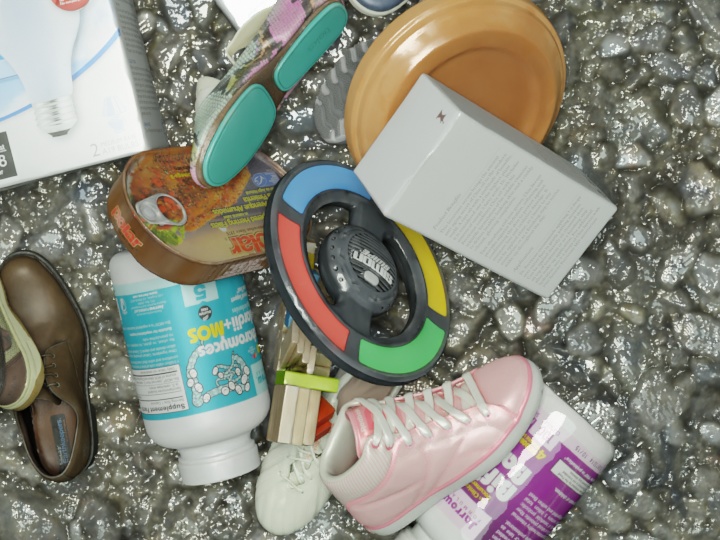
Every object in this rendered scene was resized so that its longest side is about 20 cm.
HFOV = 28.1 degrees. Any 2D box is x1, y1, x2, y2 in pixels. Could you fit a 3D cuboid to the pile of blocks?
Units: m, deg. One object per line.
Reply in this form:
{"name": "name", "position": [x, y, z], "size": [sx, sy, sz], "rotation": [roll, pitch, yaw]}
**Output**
{"name": "pile of blocks", "position": [-0.035, 0.057, 1.197], "size": [0.061, 0.082, 0.203], "rotation": [9, 61, -12]}

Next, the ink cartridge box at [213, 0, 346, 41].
{"name": "ink cartridge box", "position": [-0.054, -0.299, 1.216], "size": [0.199, 0.047, 0.161], "rotation": [-38, 95, 3]}

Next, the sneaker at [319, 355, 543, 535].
{"name": "sneaker", "position": [0.051, 0.127, 1.167], "size": [0.200, 0.076, 0.105], "rotation": [-41, 127, 12]}

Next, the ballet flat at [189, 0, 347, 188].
{"name": "ballet flat", "position": [-0.089, -0.156, 1.168], "size": [0.071, 0.069, 0.201], "rotation": [28, 74, 27]}

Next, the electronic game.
{"name": "electronic game", "position": [0.000, 0.000, 1.180], "size": [0.041, 0.200, 0.201], "rotation": [-32, 96, 37]}

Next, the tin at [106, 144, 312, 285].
{"name": "tin", "position": [-0.119, -0.046, 1.158], "size": [0.112, 0.199, 0.042], "rotation": [52, 123, 17]}

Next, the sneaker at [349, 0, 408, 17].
{"name": "sneaker", "position": [0.049, -0.306, 1.183], "size": [0.074, 0.084, 0.202], "rotation": [28, 83, -8]}

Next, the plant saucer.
{"name": "plant saucer", "position": [0.084, -0.134, 1.181], "size": [0.197, 0.038, 0.202], "rotation": [-13, 129, -16]}

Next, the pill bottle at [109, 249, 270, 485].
{"name": "pill bottle", "position": [-0.139, 0.073, 1.211], "size": [0.109, 0.111, 0.203], "rotation": [-13, 95, 0]}

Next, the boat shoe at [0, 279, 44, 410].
{"name": "boat shoe", "position": [-0.332, 0.031, 1.188], "size": [0.073, 0.065, 0.200], "rotation": [-49, 63, 9]}

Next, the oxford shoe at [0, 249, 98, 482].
{"name": "oxford shoe", "position": [-0.267, 0.081, 1.222], "size": [0.072, 0.084, 0.203], "rotation": [-15, 93, 2]}

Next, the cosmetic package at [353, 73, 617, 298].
{"name": "cosmetic package", "position": [0.104, -0.065, 1.169], "size": [0.199, 0.071, 0.102], "rotation": [26, 109, -38]}

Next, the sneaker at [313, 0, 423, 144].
{"name": "sneaker", "position": [0.049, -0.167, 1.216], "size": [0.199, 0.082, 0.075], "rotation": [-35, 56, 18]}

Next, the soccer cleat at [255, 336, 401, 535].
{"name": "soccer cleat", "position": [-0.028, 0.142, 1.235], "size": [0.069, 0.078, 0.201], "rotation": [35, 93, -4]}

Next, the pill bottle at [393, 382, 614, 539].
{"name": "pill bottle", "position": [0.114, 0.192, 1.225], "size": [0.112, 0.112, 0.201], "rotation": [40, 92, -4]}

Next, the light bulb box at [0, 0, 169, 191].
{"name": "light bulb box", "position": [-0.280, -0.174, 1.181], "size": [0.195, 0.125, 0.203], "rotation": [-14, 95, 0]}
